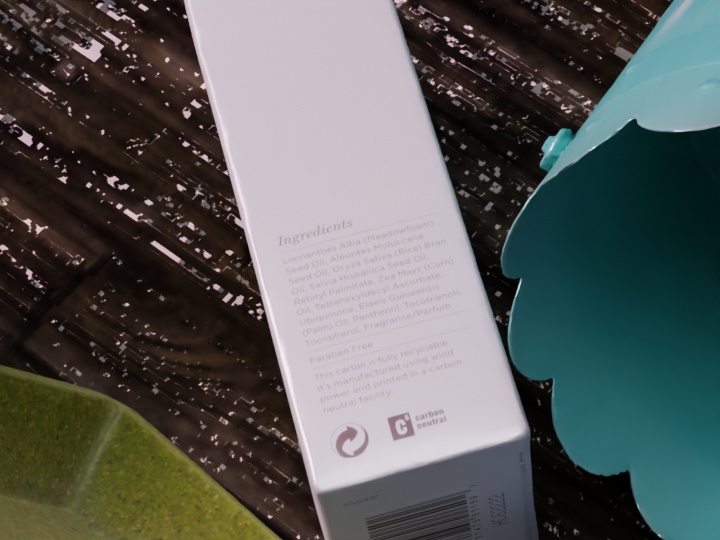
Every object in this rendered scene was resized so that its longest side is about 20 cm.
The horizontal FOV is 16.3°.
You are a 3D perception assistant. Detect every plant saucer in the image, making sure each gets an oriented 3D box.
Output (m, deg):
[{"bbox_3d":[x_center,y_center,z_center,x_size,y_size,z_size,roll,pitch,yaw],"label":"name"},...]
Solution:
[{"bbox_3d":[-0.087,0.092,0.758,0.200,0.200,0.048,38,99,35],"label":"plant saucer"}]

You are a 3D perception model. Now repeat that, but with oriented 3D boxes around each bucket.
[{"bbox_3d":[0.157,-0.008,0.772,0.207,0.207,0.135,17,49,16],"label":"bucket"}]

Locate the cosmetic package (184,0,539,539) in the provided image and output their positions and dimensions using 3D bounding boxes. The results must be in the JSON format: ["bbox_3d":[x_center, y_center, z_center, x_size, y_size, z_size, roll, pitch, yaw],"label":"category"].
[{"bbox_3d":[0.000,0.000,0.849,0.071,0.101,0.200,-15,61,-2],"label":"cosmetic package"}]
